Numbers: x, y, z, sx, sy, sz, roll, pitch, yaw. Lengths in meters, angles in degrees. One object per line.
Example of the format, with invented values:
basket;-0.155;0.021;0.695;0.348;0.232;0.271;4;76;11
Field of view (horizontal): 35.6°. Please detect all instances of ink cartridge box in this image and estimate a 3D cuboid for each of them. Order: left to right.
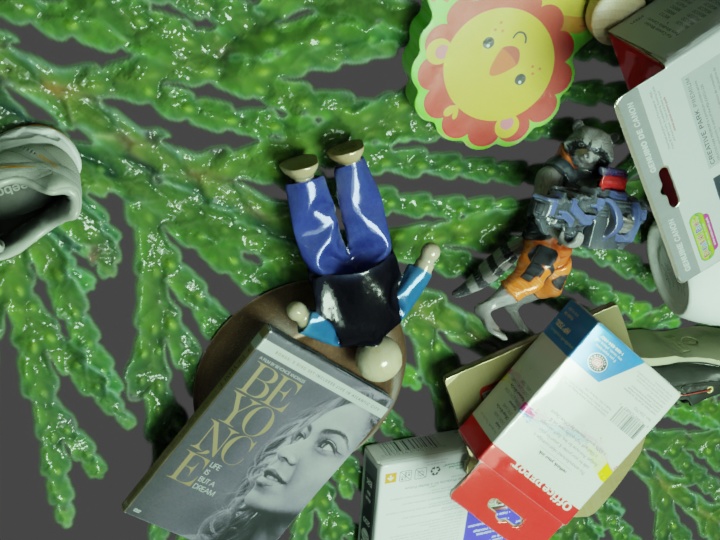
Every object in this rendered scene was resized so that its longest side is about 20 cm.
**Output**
ink cartridge box;0.093;0.248;1.113;0.197;0.043;0.201;-7;117;-22
ink cartridge box;0.173;0.142;1.006;0.116;0.067;0.200;39;96;-20
ink cartridge box;0.277;-0.119;0.883;0.175;0.084;0.201;-32;126;-3

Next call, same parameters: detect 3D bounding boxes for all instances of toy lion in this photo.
toy lion;0.108;-0.197;0.866;0.191;0.069;0.200;-36;126;7

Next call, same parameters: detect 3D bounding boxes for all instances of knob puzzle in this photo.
knob puzzle;0.186;0.146;1.063;0.218;0.030;0.221;-4;109;-12

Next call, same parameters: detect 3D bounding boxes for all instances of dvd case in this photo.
dvd case;-0.084;0.154;0.953;0.148;0.016;0.200;33;101;-34

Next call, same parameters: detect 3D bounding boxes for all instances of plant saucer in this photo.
plant saucer;-0.044;0.104;0.975;0.199;0.037;0.202;-12;122;-19

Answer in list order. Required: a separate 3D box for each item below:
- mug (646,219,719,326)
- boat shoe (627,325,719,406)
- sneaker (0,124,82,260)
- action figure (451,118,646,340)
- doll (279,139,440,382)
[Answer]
mug;0.353;-0.049;1.020;0.174;0.148;0.201;-16;93;-6
boat shoe;0.327;0.097;1.120;0.200;0.074;0.064;0;116;-18
sneaker;-0.280;-0.031;0.755;0.199;0.092;0.076;-28;125;-8
action figure;0.152;-0.039;0.948;0.200;0.104;0.194;13;108;-57
doll;0.000;0.000;0.903;0.136;0.048;0.201;-19;111;-13
